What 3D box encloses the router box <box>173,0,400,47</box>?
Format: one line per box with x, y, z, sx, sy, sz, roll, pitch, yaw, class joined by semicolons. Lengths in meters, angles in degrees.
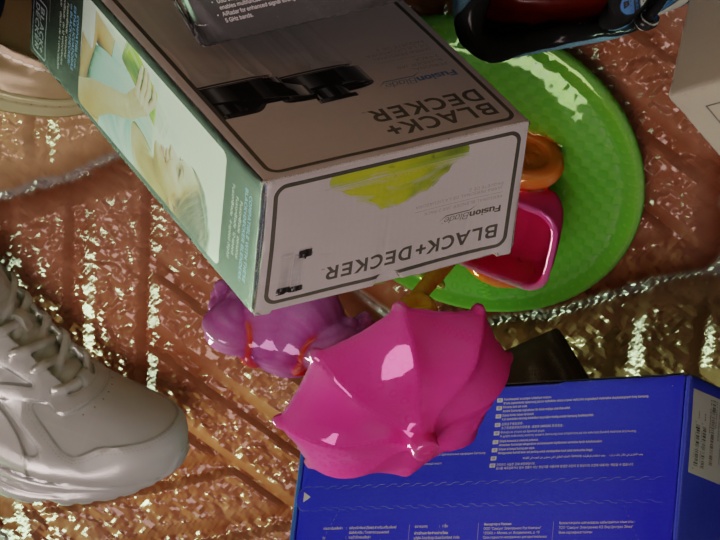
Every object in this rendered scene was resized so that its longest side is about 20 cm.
0.034;-0.163;1.066;0.199;0.150;0.062;-11;120;24;router box

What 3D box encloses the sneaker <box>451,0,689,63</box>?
0.122;-0.123;1.103;0.199;0.090;0.079;-22;114;29;sneaker

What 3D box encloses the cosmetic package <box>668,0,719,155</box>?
0.222;-0.081;1.013;0.199;0.073;0.104;-13;136;37;cosmetic package

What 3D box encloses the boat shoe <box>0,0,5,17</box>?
-0.173;-0.152;1.149;0.072;0.072;0.201;13;89;1;boat shoe

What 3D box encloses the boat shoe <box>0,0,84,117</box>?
-0.188;-0.133;1.205;0.199;0.071;0.065;29;127;-2;boat shoe

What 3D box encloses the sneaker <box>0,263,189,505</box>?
-0.169;0.038;1.313;0.199;0.078;0.100;19;123;3;sneaker

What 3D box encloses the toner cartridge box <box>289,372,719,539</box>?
0.061;0.098;1.203;0.199;0.096;0.043;-5;160;39;toner cartridge box

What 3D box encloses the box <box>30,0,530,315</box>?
-0.035;-0.072;1.107;0.116;0.200;0.060;-13;130;-26;box

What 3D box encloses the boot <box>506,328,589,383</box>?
0.073;0.147;1.242;0.187;0.200;0.064;-51;144;16;boot

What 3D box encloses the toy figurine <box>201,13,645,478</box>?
0.000;0.000;1.162;0.199;0.184;0.151;17;130;8;toy figurine
